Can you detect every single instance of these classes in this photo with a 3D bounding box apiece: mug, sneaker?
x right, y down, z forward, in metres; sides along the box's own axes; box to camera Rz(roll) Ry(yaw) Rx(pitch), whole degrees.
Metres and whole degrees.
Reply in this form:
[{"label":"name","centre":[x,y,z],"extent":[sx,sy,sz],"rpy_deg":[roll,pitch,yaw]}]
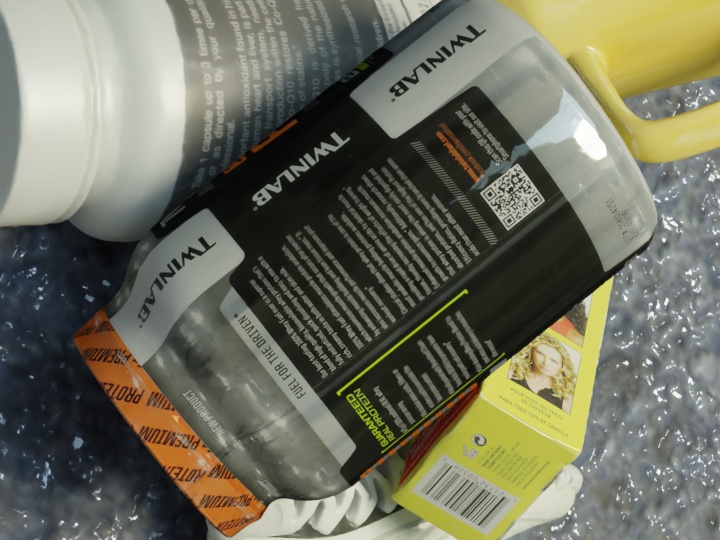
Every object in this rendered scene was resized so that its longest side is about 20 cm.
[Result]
[{"label":"mug","centre":[0.122,-0.141,0.880],"extent":[0.152,0.187,0.150],"rpy_deg":[-22,105,3]},{"label":"sneaker","centre":[0.012,0.109,0.842],"extent":[0.199,0.075,0.082],"rpy_deg":[-2,104,-38]}]

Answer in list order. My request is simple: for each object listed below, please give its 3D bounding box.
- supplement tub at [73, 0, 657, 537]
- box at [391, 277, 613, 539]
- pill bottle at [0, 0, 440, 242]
[{"label":"supplement tub","centre":[0.000,0.000,0.728],"extent":[0.200,0.123,0.123],"rpy_deg":[-38,102,-4]},{"label":"box","centre":[0.069,0.023,0.836],"extent":[0.050,0.075,0.200],"rpy_deg":[30,39,-9]},{"label":"pill bottle","centre":[-0.065,-0.071,0.797],"extent":[0.199,0.113,0.114],"rpy_deg":[-5,82,-34]}]
